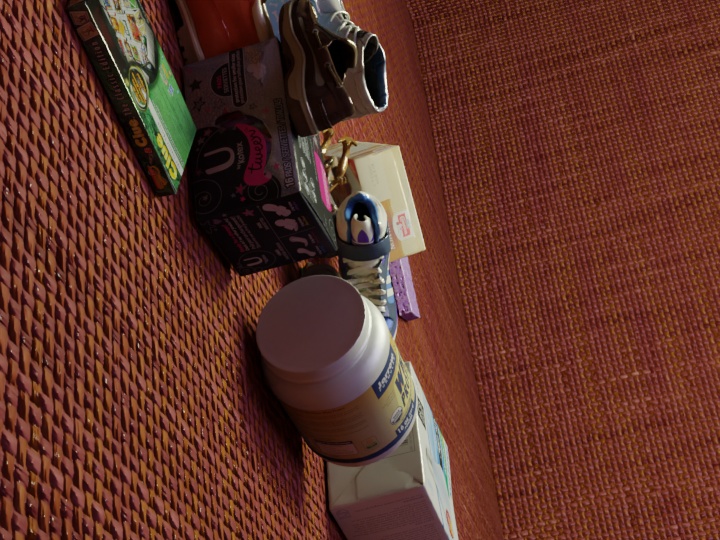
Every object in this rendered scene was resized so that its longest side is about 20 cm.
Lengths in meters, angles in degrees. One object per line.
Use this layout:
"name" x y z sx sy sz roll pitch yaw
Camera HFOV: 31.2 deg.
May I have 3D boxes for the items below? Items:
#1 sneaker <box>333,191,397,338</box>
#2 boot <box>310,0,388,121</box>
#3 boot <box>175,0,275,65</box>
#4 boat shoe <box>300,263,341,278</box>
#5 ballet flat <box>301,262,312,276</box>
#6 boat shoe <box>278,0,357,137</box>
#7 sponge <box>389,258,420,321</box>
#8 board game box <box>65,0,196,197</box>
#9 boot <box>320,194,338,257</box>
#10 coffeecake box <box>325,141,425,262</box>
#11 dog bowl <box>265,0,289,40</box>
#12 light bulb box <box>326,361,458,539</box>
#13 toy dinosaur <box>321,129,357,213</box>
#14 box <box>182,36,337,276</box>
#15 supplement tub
"sneaker" 0.000 0.000 1.614 0.147 0.080 0.201 75 14 -58
"boot" -0.016 -0.279 1.531 0.073 0.095 0.201 -25 107 -42
"boot" -0.154 -0.309 1.381 0.075 0.107 0.201 -63 137 -73
"boat shoe" -0.045 0.094 1.600 0.076 0.071 0.201 97 -10 -76
"ballet flat" -0.022 0.080 1.709 0.068 0.067 0.201 -52 127 -78
"boat shoe" -0.038 -0.216 1.339 0.075 0.075 0.203 64 14 -47
"sponge" 0.077 -0.005 2.517 0.112 0.030 0.201 38 39 -75
"board game box" -0.199 -0.175 1.147 0.105 0.023 0.201 -84 159 -50
"boot" -0.061 -0.117 1.751 0.200 0.069 0.132 66 15 -52
"coffeecake box" 0.005 -0.101 1.857 0.200 0.073 0.154 19 -54 67
"dog bowl" -0.107 -0.284 1.559 0.200 0.049 0.112 178 -106 -72
"light bulb box" 0.040 0.262 1.649 0.200 0.124 0.199 65 14 -45
"toy dinosaur" -0.042 -0.132 1.667 0.200 0.060 0.107 -73 180 -64
"box" -0.108 -0.118 1.348 0.132 0.114 0.201 58 18 -58
"supplement tub" -0.026 0.111 1.417 0.200 0.144 0.145 65 15 -51
